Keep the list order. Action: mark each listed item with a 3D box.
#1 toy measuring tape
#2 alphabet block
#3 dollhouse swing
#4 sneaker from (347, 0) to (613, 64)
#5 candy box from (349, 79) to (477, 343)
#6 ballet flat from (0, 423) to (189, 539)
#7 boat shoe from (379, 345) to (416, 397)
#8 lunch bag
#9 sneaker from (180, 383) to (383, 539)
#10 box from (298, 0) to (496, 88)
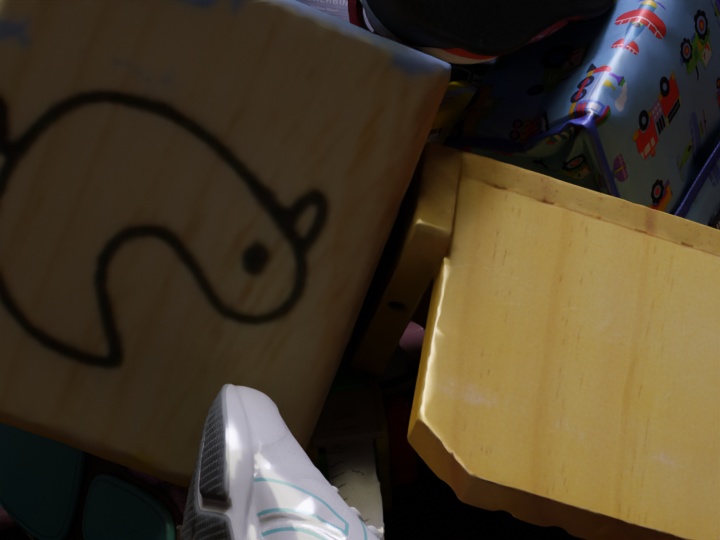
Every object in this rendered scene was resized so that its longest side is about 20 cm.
[{"bbox_3d":[-0.004,0.098,0.874,0.073,0.074,0.200,-5,25,-3],"label":"toy measuring tape"},{"bbox_3d":[-0.098,-0.034,0.869,0.194,0.202,0.196,20,3,-12],"label":"alphabet block"},{"bbox_3d":[0.095,0.068,0.846,0.198,0.177,0.182,16,-32,-5],"label":"dollhouse swing"},{"bbox_3d":[0.028,-0.122,0.896,0.107,0.068,0.201,-11,4,35],"label":"sneaker"},{"bbox_3d":[0.000,0.000,0.987,0.026,0.201,0.102,30,19,11],"label":"candy box"},{"bbox_3d":[-0.106,0.103,0.889,0.071,0.070,0.199,10,6,-39],"label":"ballet flat"},{"bbox_3d":[-0.044,0.030,1.138,0.074,0.069,0.199,-15,17,-36],"label":"boat shoe"},{"bbox_3d":[0.148,-0.040,0.992,0.093,0.201,0.151,-5,40,41],"label":"lunch bag"},{"bbox_3d":[-0.017,0.118,0.717,0.079,0.071,0.201,5,34,-21],"label":"sneaker"},{"bbox_3d":[-0.005,-0.098,1.085,0.157,0.049,0.200,9,-23,-2],"label":"box"}]
